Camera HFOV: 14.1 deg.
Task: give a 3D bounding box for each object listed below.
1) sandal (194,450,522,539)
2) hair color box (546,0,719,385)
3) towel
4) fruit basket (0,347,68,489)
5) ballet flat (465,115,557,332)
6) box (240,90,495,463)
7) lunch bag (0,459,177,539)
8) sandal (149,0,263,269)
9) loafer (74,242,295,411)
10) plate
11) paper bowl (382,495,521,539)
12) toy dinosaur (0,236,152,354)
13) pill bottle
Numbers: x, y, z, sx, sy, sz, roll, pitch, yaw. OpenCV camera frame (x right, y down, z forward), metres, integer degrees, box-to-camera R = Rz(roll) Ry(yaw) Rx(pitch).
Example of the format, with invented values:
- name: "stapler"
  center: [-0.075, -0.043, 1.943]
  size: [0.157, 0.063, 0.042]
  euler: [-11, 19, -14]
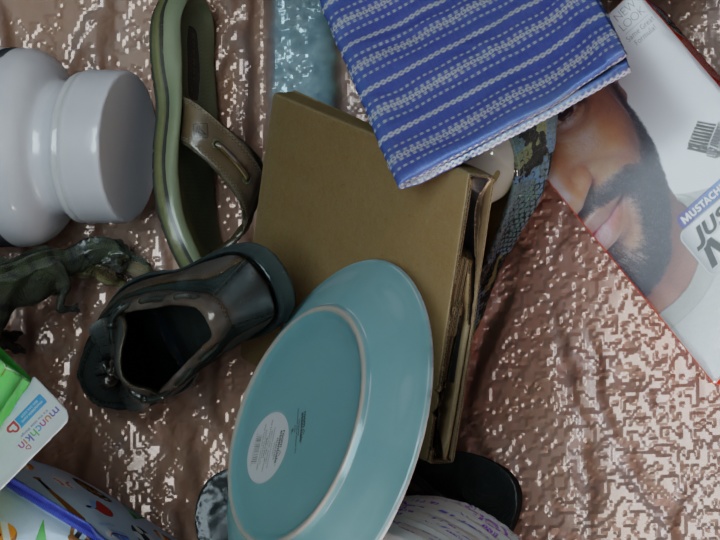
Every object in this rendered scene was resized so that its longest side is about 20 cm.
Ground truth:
- name: "sandal"
  center: [-0.005, 0.145, 1.682]
  size: [0.199, 0.048, 0.076]
  euler: [-5, 81, 18]
- name: "hair color box"
  center: [0.183, -0.044, 1.633]
  size: [0.111, 0.064, 0.200]
  euler: [-43, 70, 11]
- name: "towel"
  center: [0.057, -0.140, 1.609]
  size: [0.144, 0.024, 0.200]
  euler: [-28, 41, 6]
- name: "fruit basket"
  center: [-0.280, 0.096, 1.598]
  size: [0.185, 0.094, 0.200]
  euler: [41, 94, 25]
- name: "ballet flat"
  center: [0.056, -0.031, 1.633]
  size: [0.074, 0.074, 0.201]
  euler: [26, 118, 21]
- name: "box"
  center: [0.000, 0.000, 1.637]
  size: [0.200, 0.021, 0.165]
  euler: [26, 112, 53]
- name: "lunch bag"
  center: [-0.216, 0.161, 1.692]
  size: [0.199, 0.170, 0.124]
  euler: [31, 89, 19]
- name: "sandal"
  center: [-0.087, -0.072, 1.725]
  size: [0.057, 0.080, 0.202]
  euler: [-7, 80, 14]
- name: "loafer"
  center: [-0.117, 0.038, 1.677]
  size: [0.200, 0.063, 0.072]
  euler: [-30, 93, 49]
- name: "plate"
  center: [-0.027, 0.087, 1.583]
  size: [0.200, 0.025, 0.201]
  euler: [-36, 44, 45]
- name: "paper bowl"
  center: [0.044, 0.223, 1.602]
  size: [0.200, 0.104, 0.202]
  euler: [13, 110, 38]
- name: "toy dinosaur"
  center: [-0.223, 0.025, 1.737]
  size: [0.048, 0.199, 0.088]
  euler: [52, 140, 31]
- name: "pill bottle"
  center: [-0.230, -0.074, 1.753]
  size: [0.199, 0.120, 0.121]
  euler: [1, 83, 20]
